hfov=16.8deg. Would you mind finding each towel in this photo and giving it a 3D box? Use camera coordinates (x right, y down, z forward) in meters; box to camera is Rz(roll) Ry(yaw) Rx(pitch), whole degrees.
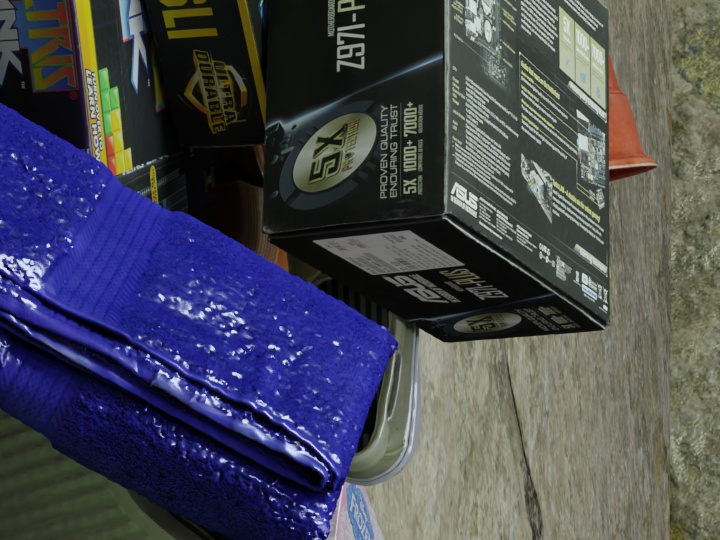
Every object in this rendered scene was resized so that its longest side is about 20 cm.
[{"bbox_3d":[-0.083,0.012,0.870,0.050,0.200,0.148,-56,-173,31],"label":"towel"}]

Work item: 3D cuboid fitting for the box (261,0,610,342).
[{"bbox_3d":[0.039,-0.070,1.081,0.200,0.086,0.164,29,59,-61],"label":"box"}]

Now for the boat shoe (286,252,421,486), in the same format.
[{"bbox_3d":[0.000,0.000,1.147,0.062,0.072,0.200,63,20,-79],"label":"boat shoe"}]

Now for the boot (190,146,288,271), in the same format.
[{"bbox_3d":[-0.053,-0.085,1.245,0.155,0.074,0.200,12,88,-75],"label":"boot"}]

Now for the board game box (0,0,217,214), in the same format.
[{"bbox_3d":[-0.116,-0.111,1.019,0.165,0.057,0.200,-43,129,-71],"label":"board game box"}]

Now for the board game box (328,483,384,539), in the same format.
[{"bbox_3d":[-0.015,0.237,1.394,0.200,0.041,0.200,71,21,-50],"label":"board game box"}]

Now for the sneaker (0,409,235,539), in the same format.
[{"bbox_3d":[-0.077,0.096,0.888,0.078,0.200,0.079,-56,158,20],"label":"sneaker"}]

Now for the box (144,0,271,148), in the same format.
[{"bbox_3d":[-0.060,-0.177,1.049,0.160,0.049,0.200,-72,156,-54],"label":"box"}]

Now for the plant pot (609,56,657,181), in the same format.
[{"bbox_3d":[0.071,-0.141,1.546,0.201,0.201,0.195,-1,80,-76],"label":"plant pot"}]
